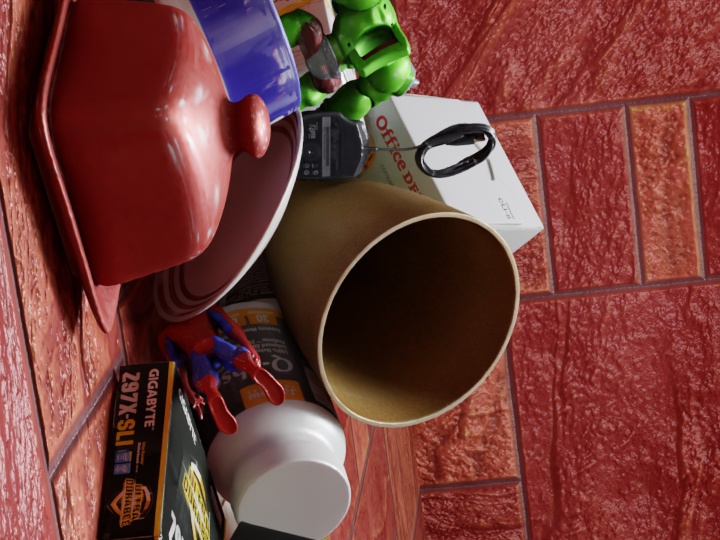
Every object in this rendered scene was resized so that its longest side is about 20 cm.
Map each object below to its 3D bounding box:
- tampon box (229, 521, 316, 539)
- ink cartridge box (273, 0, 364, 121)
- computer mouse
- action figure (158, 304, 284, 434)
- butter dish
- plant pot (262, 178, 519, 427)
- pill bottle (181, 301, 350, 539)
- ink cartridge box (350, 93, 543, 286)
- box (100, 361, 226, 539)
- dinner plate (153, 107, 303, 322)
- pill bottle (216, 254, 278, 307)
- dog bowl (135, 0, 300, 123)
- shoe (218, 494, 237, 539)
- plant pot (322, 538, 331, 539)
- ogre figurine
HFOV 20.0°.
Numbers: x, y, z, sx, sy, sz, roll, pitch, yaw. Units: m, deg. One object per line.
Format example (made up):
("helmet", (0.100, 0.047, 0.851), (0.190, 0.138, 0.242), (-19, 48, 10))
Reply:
("tampon box", (-0.063, 0.310, 1.463), (0.200, 0.125, 0.151), (-57, 150, -48))
("ink cartridge box", (-0.083, -0.180, 1.827), (0.201, 0.147, 0.086), (-102, 171, -54))
("computer mouse", (0.014, -0.104, 1.681), (0.034, 0.198, 0.059), (-123, -145, -69))
("action figure", (-0.111, 0.069, 1.547), (0.052, 0.065, 0.200), (57, -6, -26))
("butter dish", (-0.134, -0.092, 1.400), (0.201, 0.147, 0.200), (-88, 169, -50))
("plant pot", (0.000, 0.000, 1.688), (0.200, 0.185, 0.188), (40, -33, 50))
("pill bottle", (-0.076, 0.126, 1.671), (0.200, 0.116, 0.117), (-114, -169, -51))
("ink cartridge box", (0.032, -0.046, 1.852), (0.144, 0.200, 0.146), (0, 57, -53))
("box", (-0.143, 0.193, 1.518), (0.201, 0.049, 0.160), (78, 10, -46))
("dinner plate", (-0.100, -0.046, 1.610), (0.024, 0.200, 0.201), (30, 37, -26))
("pill bottle", (-0.080, 0.044, 1.921), (0.201, 0.115, 0.116), (-88, 170, -47))
("dog bowl", (-0.123, -0.194, 1.548), (0.201, 0.078, 0.200), (60, -10, 18))
("shoe", (-0.107, 0.252, 1.753), (0.070, 0.053, 0.201), (74, 12, -58))
("plant pot", (-0.024, 0.346, 1.910), (0.193, 0.199, 0.202), (57, 25, -51))
("ogre figurine", (-0.023, -0.182, 1.661), (0.098, 0.119, 0.201), (-103, 174, -64))
